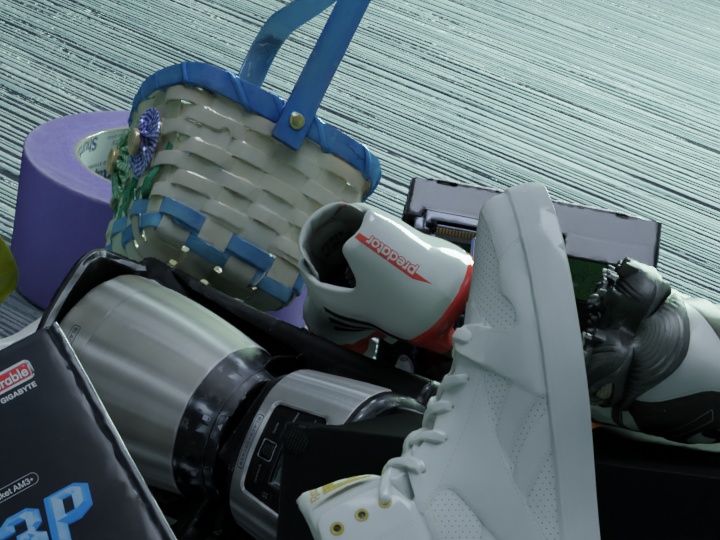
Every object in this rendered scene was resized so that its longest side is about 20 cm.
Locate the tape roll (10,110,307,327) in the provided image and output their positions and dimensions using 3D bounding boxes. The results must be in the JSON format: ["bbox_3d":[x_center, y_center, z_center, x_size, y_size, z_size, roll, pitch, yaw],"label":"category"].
[{"bbox_3d":[-0.119,-0.029,1.458,0.198,0.086,0.200,9,22,-4],"label":"tape roll"}]

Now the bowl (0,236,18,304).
[{"bbox_3d":[-0.296,-0.010,1.260,0.199,0.201,0.108,22,67,29],"label":"bowl"}]

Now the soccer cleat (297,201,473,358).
[{"bbox_3d":[0.000,0.000,1.153,0.085,0.069,0.200,37,-9,-15],"label":"soccer cleat"}]

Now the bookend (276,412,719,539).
[{"bbox_3d":[0.091,0.116,1.024,0.198,0.093,0.198,6,3,22],"label":"bookend"}]

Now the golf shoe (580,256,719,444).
[{"bbox_3d":[0.135,0.045,1.008,0.094,0.078,0.200,25,3,2],"label":"golf shoe"}]

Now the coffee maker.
[{"bbox_3d":[-0.040,0.076,1.153,0.199,0.136,0.192,24,23,30],"label":"coffee maker"}]

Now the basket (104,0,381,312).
[{"bbox_3d":[-0.058,-0.076,1.287,0.139,0.201,0.176,32,-21,-12],"label":"basket"}]

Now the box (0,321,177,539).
[{"bbox_3d":[-0.162,0.134,0.847,0.199,0.046,0.160,-27,65,-10],"label":"box"}]

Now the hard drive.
[{"bbox_3d":[0.083,0.022,1.290,0.138,0.200,0.038,10,61,1],"label":"hard drive"}]

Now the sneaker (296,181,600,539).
[{"bbox_3d":[0.031,0.068,0.890,0.114,0.202,0.074,-4,-9,1],"label":"sneaker"}]

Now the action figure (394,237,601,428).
[{"bbox_3d":[0.086,0.076,1.221,0.192,0.201,0.105,8,60,15],"label":"action figure"}]

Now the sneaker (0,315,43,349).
[{"bbox_3d":[-0.168,0.067,1.220,0.198,0.076,0.089,-9,32,-21],"label":"sneaker"}]
